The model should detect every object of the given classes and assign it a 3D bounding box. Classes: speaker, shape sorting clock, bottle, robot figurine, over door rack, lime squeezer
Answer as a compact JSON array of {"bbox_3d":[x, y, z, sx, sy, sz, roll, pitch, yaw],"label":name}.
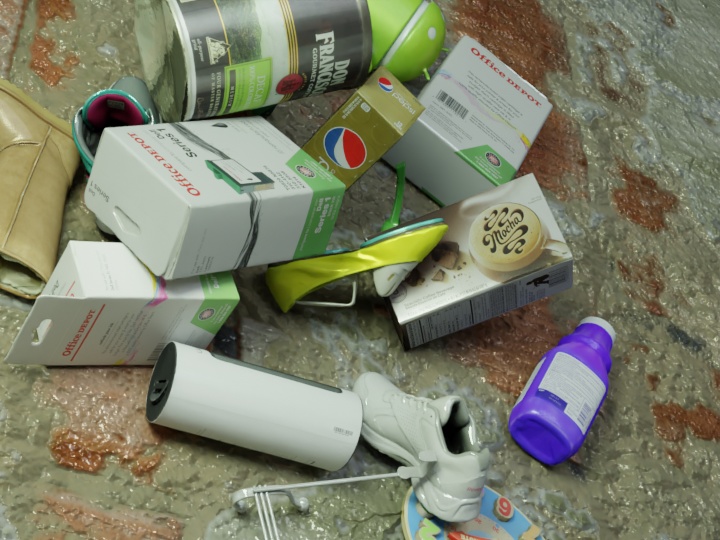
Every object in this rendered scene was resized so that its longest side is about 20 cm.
[{"bbox_3d":[-0.102,0.131,1.476,0.199,0.081,0.082,17,48,-21],"label":"speaker"},{"bbox_3d":[0.126,0.279,1.523,0.199,0.039,0.201,26,36,-20],"label":"shape sorting clock"},{"bbox_3d":[0.232,0.127,1.716,0.083,0.065,0.200,38,43,-2],"label":"bottle"},{"bbox_3d":[0.018,-0.310,1.886,0.200,0.116,0.176,36,45,-4],"label":"robot figurine"},{"bbox_3d":[-0.009,0.262,1.431,0.199,0.067,0.148,-9,59,-15],"label":"over door rack"},{"bbox_3d":[0.067,-0.034,1.739,0.200,0.070,0.038,56,10,-27],"label":"lime squeezer"}]

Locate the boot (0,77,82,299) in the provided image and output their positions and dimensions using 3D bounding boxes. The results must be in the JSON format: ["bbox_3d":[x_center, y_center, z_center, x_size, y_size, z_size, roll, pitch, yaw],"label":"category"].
[{"bbox_3d":[-0.354,-0.089,1.489,0.174,0.066,0.201,25,44,-16],"label":"boot"}]

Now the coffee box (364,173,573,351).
[{"bbox_3d":[0.116,-0.008,1.664,0.199,0.080,0.114,-20,64,-2],"label":"coffee box"}]

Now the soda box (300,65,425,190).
[{"bbox_3d":[-0.021,-0.127,1.649,0.068,0.200,0.064,43,43,-6],"label":"soda box"}]

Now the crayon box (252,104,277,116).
[{"bbox_3d":[-0.118,-0.254,1.687,0.126,0.200,0.051,1,54,-33],"label":"crayon box"}]

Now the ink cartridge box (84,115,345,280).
[{"bbox_3d":[-0.138,-0.073,1.464,0.199,0.085,0.146,-10,41,-46],"label":"ink cartridge box"}]

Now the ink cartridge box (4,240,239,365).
[{"bbox_3d":[-0.229,0.032,1.442,0.199,0.117,0.068,2,53,-34],"label":"ink cartridge box"}]

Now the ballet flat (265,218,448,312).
[{"bbox_3d":[0.000,0.000,1.605,0.199,0.067,0.067,-13,85,6],"label":"ballet flat"}]

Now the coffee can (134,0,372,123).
[{"bbox_3d":[-0.108,-0.235,1.539,0.199,0.147,0.147,-15,64,-23],"label":"coffee can"}]

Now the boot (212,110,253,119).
[{"bbox_3d":[-0.168,-0.107,1.599,0.154,0.074,0.201,-30,91,-51],"label":"boot"}]

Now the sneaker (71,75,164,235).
[{"bbox_3d":[-0.243,-0.149,1.555,0.083,0.121,0.201,-1,53,-3],"label":"sneaker"}]

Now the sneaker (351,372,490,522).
[{"bbox_3d":[0.068,0.153,1.536,0.078,0.100,0.200,-3,36,-44],"label":"sneaker"}]

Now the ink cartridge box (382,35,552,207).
[{"bbox_3d":[0.130,-0.172,1.872,0.145,0.084,0.200,38,43,-5],"label":"ink cartridge box"}]
